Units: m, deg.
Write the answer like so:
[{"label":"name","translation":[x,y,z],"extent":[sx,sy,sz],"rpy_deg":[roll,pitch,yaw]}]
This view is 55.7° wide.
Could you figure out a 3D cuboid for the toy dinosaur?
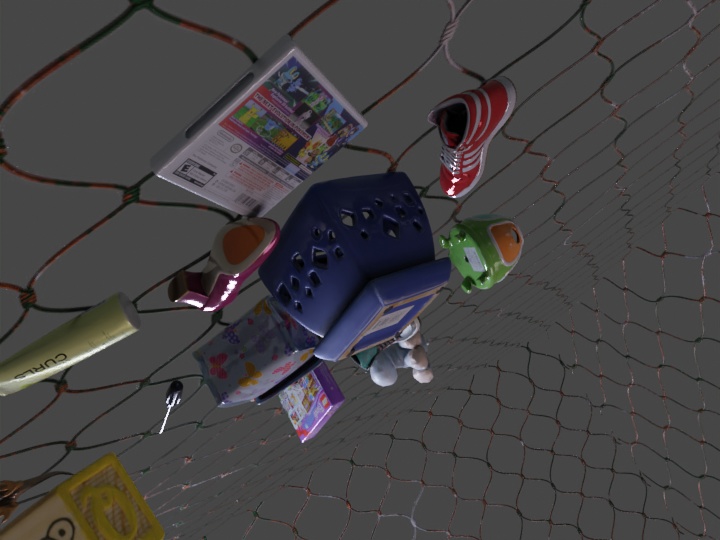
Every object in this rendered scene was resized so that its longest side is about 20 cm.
[{"label":"toy dinosaur","translation":[-0.562,0.356,1.100],"extent":[0.197,0.062,0.105],"rpy_deg":[-21,-176,-32]}]

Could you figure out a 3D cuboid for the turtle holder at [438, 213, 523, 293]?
[{"label":"turtle holder","translation":[0.243,-0.037,1.344],"extent":[0.130,0.142,0.187],"rpy_deg":[-30,160,-13]}]

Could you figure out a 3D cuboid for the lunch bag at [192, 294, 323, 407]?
[{"label":"lunch bag","translation":[-0.148,0.134,1.129],"extent":[0.168,0.129,0.200],"rpy_deg":[-35,168,10]}]

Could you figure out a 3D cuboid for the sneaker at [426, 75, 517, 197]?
[{"label":"sneaker","translation":[0.131,-0.170,0.941],"extent":[0.111,0.071,0.202],"rpy_deg":[-25,152,-35]}]

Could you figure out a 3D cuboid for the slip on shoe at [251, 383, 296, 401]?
[{"label":"slip on shoe","translation":[-0.158,0.212,1.394],"extent":[0.199,0.062,0.074],"rpy_deg":[-38,162,16]}]

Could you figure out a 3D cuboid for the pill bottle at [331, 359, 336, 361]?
[{"label":"pill bottle","translation":[0.009,0.077,1.267],"extent":[0.198,0.113,0.112],"rpy_deg":[-36,161,8]}]

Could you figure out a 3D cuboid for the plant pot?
[{"label":"plant pot","translation":[0.000,0.000,0.964],"extent":[0.197,0.182,0.201],"rpy_deg":[-15,155,-44]}]

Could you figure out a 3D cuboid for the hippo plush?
[{"label":"hippo plush","translation":[0.086,0.199,1.714],"extent":[0.157,0.162,0.201],"rpy_deg":[-18,-154,9]}]

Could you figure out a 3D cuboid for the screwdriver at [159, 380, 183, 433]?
[{"label":"screwdriver","translation":[-0.347,0.248,1.226],"extent":[0.027,0.030,0.201],"rpy_deg":[-20,160,-36]}]

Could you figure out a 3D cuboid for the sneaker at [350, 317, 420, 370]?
[{"label":"sneaker","translation":[0.035,0.150,1.466],"extent":[0.199,0.084,0.121],"rpy_deg":[-31,-171,49]}]

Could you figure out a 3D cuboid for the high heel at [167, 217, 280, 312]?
[{"label":"high heel","translation":[-0.149,-0.003,0.856],"extent":[0.198,0.069,0.095],"rpy_deg":[-36,153,29]}]

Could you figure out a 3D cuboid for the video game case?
[{"label":"video game case","translation":[-0.097,-0.137,0.718],"extent":[0.181,0.023,0.199],"rpy_deg":[-38,160,11]}]

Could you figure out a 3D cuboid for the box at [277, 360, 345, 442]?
[{"label":"box","translation":[-0.115,0.271,1.489],"extent":[0.038,0.139,0.201],"rpy_deg":[-18,156,-36]}]

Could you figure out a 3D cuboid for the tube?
[{"label":"tube","translation":[-0.357,0.096,0.805],"extent":[0.196,0.052,0.059],"rpy_deg":[-29,121,-2]}]

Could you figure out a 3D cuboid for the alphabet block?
[{"label":"alphabet block","translation":[-0.501,0.478,1.196],"extent":[0.198,0.198,0.196],"rpy_deg":[-35,180,9]}]
